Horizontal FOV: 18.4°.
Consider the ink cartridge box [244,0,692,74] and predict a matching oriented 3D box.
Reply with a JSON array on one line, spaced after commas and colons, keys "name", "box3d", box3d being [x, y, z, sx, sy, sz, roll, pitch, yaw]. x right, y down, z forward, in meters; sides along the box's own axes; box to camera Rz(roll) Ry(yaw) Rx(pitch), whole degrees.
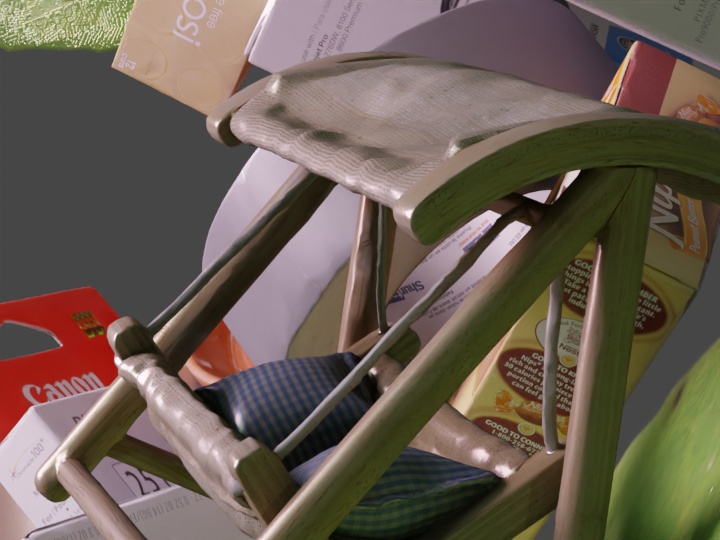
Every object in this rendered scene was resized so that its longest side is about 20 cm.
[{"name": "ink cartridge box", "box3d": [0.058, -0.115, 1.095, 0.145, 0.199, 0.085, -69, 4, -67]}]

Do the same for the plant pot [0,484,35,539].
[{"name": "plant pot", "box3d": [-0.121, 0.168, 1.200, 0.200, 0.199, 0.176, 118, 136, -62]}]

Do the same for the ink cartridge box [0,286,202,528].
[{"name": "ink cartridge box", "box3d": [-0.119, 0.068, 1.101, 0.044, 0.174, 0.200, -45, -13, 21]}]

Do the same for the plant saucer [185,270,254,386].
[{"name": "plant saucer", "box3d": [0.000, 0.000, 1.129, 0.199, 0.032, 0.201, -24, 29, 15]}]

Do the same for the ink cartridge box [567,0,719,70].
[{"name": "ink cartridge box", "box3d": [0.073, -0.132, 0.847, 0.161, 0.199, 0.050, -74, 10, -79]}]

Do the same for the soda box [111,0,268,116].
[{"name": "soda box", "box3d": [-0.061, -0.175, 1.125, 0.201, 0.067, 0.064, -62, 3, 43]}]

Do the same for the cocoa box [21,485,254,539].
[{"name": "cocoa box", "box3d": [-0.071, 0.191, 0.960, 0.132, 0.132, 0.200, 64, 156, 24]}]

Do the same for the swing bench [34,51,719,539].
[{"name": "swing bench", "box3d": [0.011, 0.024, 0.691, 0.201, 0.129, 0.199, -65, 22, 1]}]

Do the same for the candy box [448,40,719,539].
[{"name": "candy box", "box3d": [0.080, 0.022, 0.871, 0.201, 0.055, 0.116, 117, 178, -45]}]

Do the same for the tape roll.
[{"name": "tape roll", "box3d": [0.033, -0.021, 0.943, 0.199, 0.066, 0.201, -30, -25, -16]}]
